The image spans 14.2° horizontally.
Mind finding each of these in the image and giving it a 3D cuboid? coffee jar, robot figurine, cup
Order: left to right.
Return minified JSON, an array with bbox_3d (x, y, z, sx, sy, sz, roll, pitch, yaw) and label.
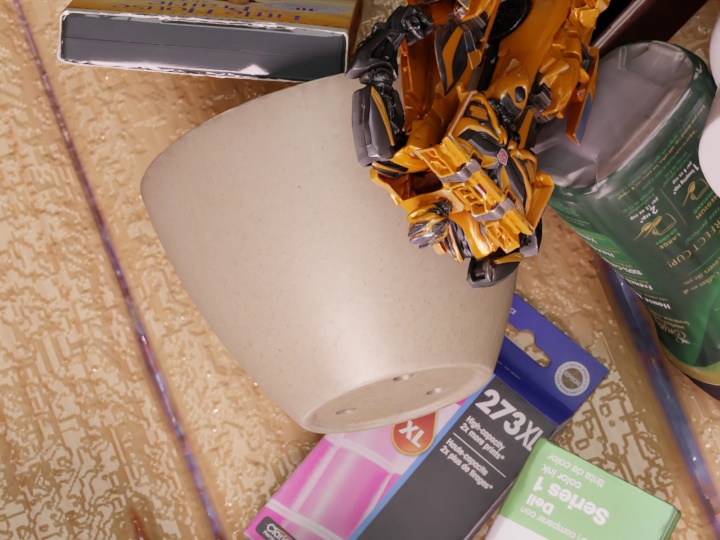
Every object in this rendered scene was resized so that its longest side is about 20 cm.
[{"bbox_3d":[0.000,0.000,1.473,0.200,0.200,0.143,-14,73,-3],"label":"cup"},{"bbox_3d":[0.061,-0.092,1.388,0.058,0.145,0.200,-16,41,37],"label":"robot figurine"},{"bbox_3d":[0.176,-0.019,1.495,0.104,0.085,0.200,-47,125,-10],"label":"coffee jar"}]

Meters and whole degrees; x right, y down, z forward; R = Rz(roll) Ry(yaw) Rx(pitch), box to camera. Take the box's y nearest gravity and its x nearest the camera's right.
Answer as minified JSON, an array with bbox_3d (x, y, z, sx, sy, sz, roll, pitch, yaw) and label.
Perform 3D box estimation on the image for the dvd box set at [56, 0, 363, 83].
[{"bbox_3d":[-0.074,-0.133,1.513,0.146,0.200,0.029,4,104,2],"label":"dvd box set"}]

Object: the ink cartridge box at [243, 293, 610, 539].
[{"bbox_3d":[0.036,0.097,1.545,0.095,0.037,0.200,39,79,9],"label":"ink cartridge box"}]

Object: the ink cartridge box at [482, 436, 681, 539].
[{"bbox_3d":[0.078,0.199,1.465,0.084,0.145,0.200,28,80,6],"label":"ink cartridge box"}]

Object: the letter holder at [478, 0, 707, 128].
[{"bbox_3d":[0.134,-0.174,1.545,0.101,0.142,0.200,44,82,8],"label":"letter holder"}]

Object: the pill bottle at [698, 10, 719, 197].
[{"bbox_3d":[0.235,-0.120,1.417,0.114,0.114,0.200,21,55,5],"label":"pill bottle"}]
